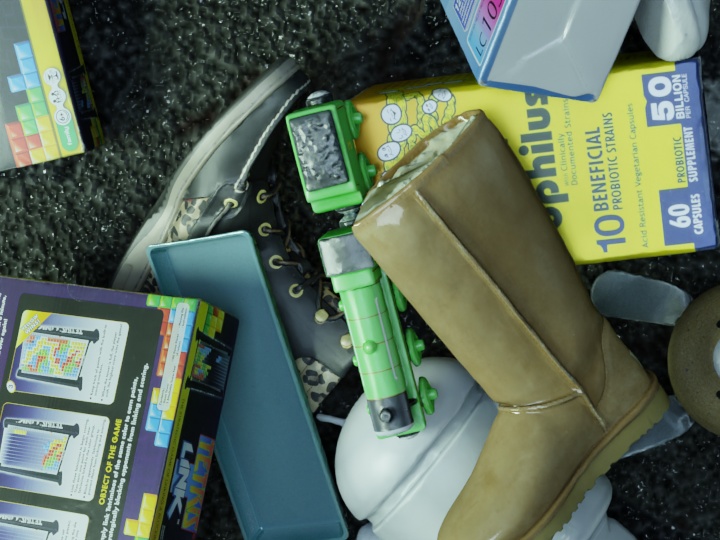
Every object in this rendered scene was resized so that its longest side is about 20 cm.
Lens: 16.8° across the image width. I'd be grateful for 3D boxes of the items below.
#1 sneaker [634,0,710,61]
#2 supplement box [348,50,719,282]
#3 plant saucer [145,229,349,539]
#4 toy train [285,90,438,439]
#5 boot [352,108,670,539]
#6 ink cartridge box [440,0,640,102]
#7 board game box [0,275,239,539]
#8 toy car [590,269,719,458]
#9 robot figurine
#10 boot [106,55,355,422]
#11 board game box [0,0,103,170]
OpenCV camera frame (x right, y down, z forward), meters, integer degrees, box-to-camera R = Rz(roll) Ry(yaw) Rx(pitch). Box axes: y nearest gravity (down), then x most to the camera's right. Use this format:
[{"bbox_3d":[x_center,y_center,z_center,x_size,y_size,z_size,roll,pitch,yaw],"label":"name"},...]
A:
[{"bbox_3d":[0.185,-0.209,1.349,0.088,0.075,0.201,-3,63,-6],"label":"sneaker"},{"bbox_3d":[0.101,-0.061,1.396,0.199,0.110,0.109,-7,97,8],"label":"supplement box"},{"bbox_3d":[-0.063,0.069,1.421,0.070,0.019,0.201,-8,109,26],"label":"plant saucer"},{"bbox_3d":[0.000,0.000,1.334,0.042,0.056,0.201,-14,97,12],"label":"toy train"},{"bbox_3d":[0.057,0.044,1.313,0.175,0.066,0.200,-45,110,-22],"label":"boot"},{"bbox_3d":[0.094,-0.202,1.339,0.076,0.200,0.137,10,122,-19],"label":"ink cartridge box"},{"bbox_3d":[-0.169,0.109,1.384,0.165,0.057,0.201,7,79,27],"label":"board game box"},{"bbox_3d":[0.227,0.051,1.386,0.199,0.158,0.165,0,88,19],"label":"toy car"},{"bbox_3d":[0.067,0.129,1.425,0.200,0.113,0.170,39,119,1],"label":"robot figurine"},{"bbox_3d":[-0.047,-0.012,1.427,0.150,0.073,0.200,37,114,2],"label":"boot"},{"bbox_3d":[-0.259,-0.150,1.446,0.165,0.057,0.201,-14,96,8],"label":"board game box"}]
